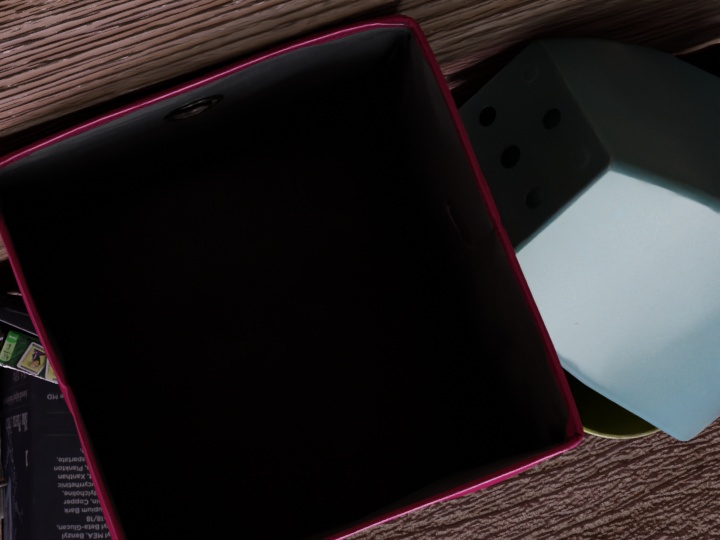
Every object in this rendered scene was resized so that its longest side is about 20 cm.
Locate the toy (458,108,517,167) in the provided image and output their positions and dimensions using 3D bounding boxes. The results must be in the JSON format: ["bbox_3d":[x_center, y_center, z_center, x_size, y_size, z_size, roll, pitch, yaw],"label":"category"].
[{"bbox_3d":[0.043,-0.051,1.384,0.115,0.047,0.200,-23,179,-45],"label":"toy"}]

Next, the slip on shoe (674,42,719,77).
[{"bbox_3d":[0.142,-0.081,1.443,0.200,0.074,0.061,-17,141,25],"label":"slip on shoe"}]

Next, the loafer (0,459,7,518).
[{"bbox_3d":[-0.285,0.129,1.367,0.200,0.072,0.073,-21,175,11],"label":"loafer"}]

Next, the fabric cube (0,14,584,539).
[{"bbox_3d":[-0.040,0.025,1.122,0.196,0.200,0.199,-21,175,-7],"label":"fabric cube"}]

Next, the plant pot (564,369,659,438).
[{"bbox_3d":[0.142,0.027,1.901,0.187,0.187,0.200,-17,-173,-27],"label":"plant pot"}]

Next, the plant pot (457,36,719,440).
[{"bbox_3d":[0.133,-0.027,1.294,0.141,0.141,0.200,-42,143,21],"label":"plant pot"}]

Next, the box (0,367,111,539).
[{"bbox_3d":[-0.158,0.148,1.570,0.117,0.200,0.197,-1,175,-13],"label":"box"}]

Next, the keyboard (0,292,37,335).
[{"bbox_3d":[-0.135,0.035,1.387,0.127,0.021,0.200,22,-178,8],"label":"keyboard"}]

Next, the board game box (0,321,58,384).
[{"bbox_3d":[-0.110,0.067,1.383,0.200,0.023,0.105,21,-178,-17],"label":"board game box"}]

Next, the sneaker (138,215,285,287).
[{"bbox_3d":[-0.105,0.000,1.311,0.090,0.067,0.200,-3,175,-18],"label":"sneaker"}]

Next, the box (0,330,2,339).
[{"bbox_3d":[-0.284,0.059,1.308,0.160,0.044,0.200,-18,173,-23],"label":"box"}]
